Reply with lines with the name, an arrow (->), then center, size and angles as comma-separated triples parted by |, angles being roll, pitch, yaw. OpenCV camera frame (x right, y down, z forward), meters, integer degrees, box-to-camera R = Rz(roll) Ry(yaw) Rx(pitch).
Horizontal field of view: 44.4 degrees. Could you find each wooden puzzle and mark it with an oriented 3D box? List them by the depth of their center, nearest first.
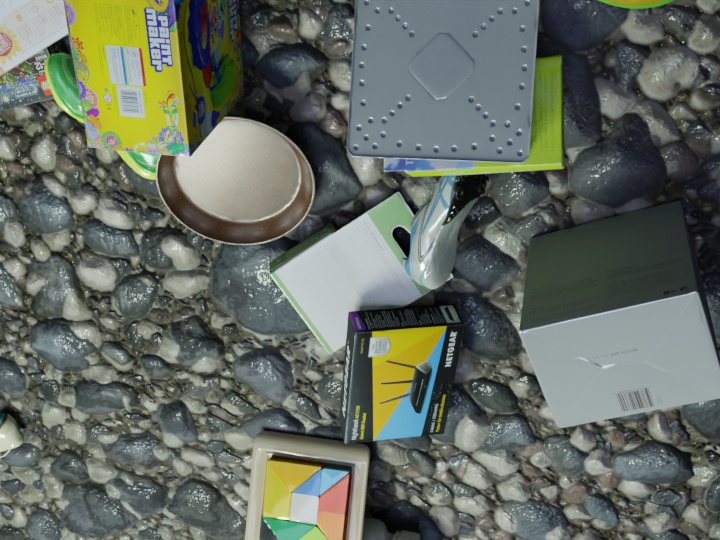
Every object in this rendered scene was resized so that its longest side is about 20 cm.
wooden puzzle -> -0.084, 0.356, 1.342 | 0.184, 0.037, 0.202 | 5, 86, 11

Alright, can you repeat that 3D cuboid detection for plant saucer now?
plant saucer -> -0.156, -0.117, 1.112 | 0.199, 0.035, 0.201 | 0, 132, 0

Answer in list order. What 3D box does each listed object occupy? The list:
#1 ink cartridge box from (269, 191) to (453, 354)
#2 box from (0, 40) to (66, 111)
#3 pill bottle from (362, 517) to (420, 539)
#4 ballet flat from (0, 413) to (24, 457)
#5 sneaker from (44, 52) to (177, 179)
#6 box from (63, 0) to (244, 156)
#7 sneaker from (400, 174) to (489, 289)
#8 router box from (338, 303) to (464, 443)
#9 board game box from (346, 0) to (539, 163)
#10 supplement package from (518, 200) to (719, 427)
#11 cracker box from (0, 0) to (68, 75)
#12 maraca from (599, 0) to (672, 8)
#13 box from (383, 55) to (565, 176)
ink cartridge box -> 0.000, 0.000, 1.162 | 0.199, 0.048, 0.146 | -33, 110, 6
box -> -0.472, -0.273, 1.117 | 0.199, 0.038, 0.137 | -8, 118, 19
pill bottle -> -0.009, 0.448, 1.397 | 0.199, 0.115, 0.115 | 6, 122, 11
ballet flat -> -0.649, 0.306, 1.505 | 0.199, 0.070, 0.070 | -25, 112, 26
sneaker -> -0.300, -0.204, 1.099 | 0.083, 0.074, 0.200 | -33, 118, 30
box -> -0.218, -0.260, 0.968 | 0.121, 0.193, 0.201 | 6, 123, 9
sneaker -> 0.099, -0.075, 1.076 | 0.072, 0.072, 0.201 | 35, 117, 33
router box -> 0.052, 0.142, 1.196 | 0.148, 0.051, 0.201 | -4, 126, -12
board game box -> 0.089, -0.219, 0.959 | 0.199, 0.026, 0.202 | 4, 90, 12
supplement package -> 0.301, 0.049, 1.022 | 0.190, 0.200, 0.148 | -14, 117, 22
cracker box -> -0.384, -0.327, 1.014 | 0.199, 0.058, 0.134 | -28, 111, 6
maraca -> 0.245, -0.335, 0.855 | 0.199, 0.107, 0.138 | 26, 124, -2
box -> 0.127, -0.170, 0.991 | 0.199, 0.048, 0.123 | -1, 88, 15
